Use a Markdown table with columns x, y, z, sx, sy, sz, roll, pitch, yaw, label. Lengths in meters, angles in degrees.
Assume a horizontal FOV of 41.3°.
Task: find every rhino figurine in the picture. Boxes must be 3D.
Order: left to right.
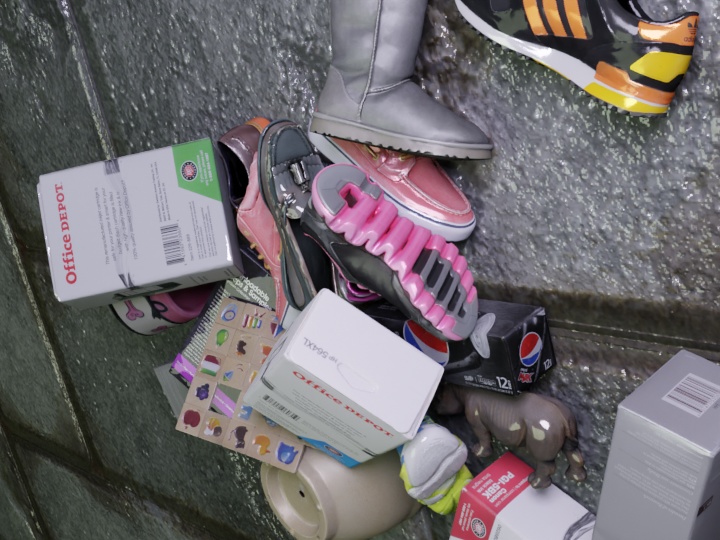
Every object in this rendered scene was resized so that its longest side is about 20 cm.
| x | y | z | sx | sy | sz | roll | pitch | yaw | label |
| --- | --- | --- | --- | --- | --- | --- | --- | --- | --- |
| 0.134 | 0.142 | 0.954 | 0.199 | 0.060 | 0.088 | 22 | 131 | 43 | rhino figurine |

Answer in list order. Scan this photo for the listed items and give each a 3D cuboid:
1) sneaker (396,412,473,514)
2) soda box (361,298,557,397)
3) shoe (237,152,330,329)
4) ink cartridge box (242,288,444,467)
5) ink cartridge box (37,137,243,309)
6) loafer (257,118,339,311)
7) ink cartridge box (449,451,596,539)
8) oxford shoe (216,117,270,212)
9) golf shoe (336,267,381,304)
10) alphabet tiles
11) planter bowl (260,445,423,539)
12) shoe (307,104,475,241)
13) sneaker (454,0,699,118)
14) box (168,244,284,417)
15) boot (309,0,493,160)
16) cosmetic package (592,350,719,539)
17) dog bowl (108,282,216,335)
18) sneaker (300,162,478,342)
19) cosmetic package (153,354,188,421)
| x | y | z | sx | sy | sz | roll | pitch | yaw | label |
| --- | --- | --- | --- | --- | --- | --- | --- | --- | --- |
| 0.062 | 0.189 | 1.012 | 0.105 | 0.075 | 0.201 | 51 | 170 | 32 | sneaker |
| 0.091 | 0.067 | 0.948 | 0.199 | 0.070 | 0.064 | 6 | 117 | 48 | soda box |
| -0.090 | -0.032 | 1.050 | 0.090 | 0.072 | 0.202 | 13 | 118 | 0 | shoe |
| -0.022 | 0.116 | 0.968 | 0.145 | 0.085 | 0.200 | 33 | 153 | -6 | ink cartridge box |
| -0.244 | -0.050 | 1.073 | 0.084 | 0.197 | 0.148 | 79 | 180 | -81 | ink cartridge box |
| -0.051 | -0.049 | 0.950 | 0.063 | 0.071 | 0.202 | 24 | 129 | 56 | loafer |
| 0.189 | 0.308 | 0.970 | 0.199 | 0.082 | 0.148 | 34 | 134 | 33 | ink cartridge box |
| -0.115 | -0.070 | 1.105 | 0.071 | 0.072 | 0.202 | -3 | 109 | 50 | oxford shoe |
| 0.000 | 0.000 | 1.000 | 0.199 | 0.091 | 0.076 | -28 | 91 | 54 | golf shoe |
| -0.105 | 0.134 | 1.113 | 0.198 | 0.169 | 0.008 | 15 | 169 | 22 | alphabet tiles |
| -0.036 | 0.244 | 1.154 | 0.199 | 0.134 | 0.202 | 28 | 131 | 37 | planter bowl |
| 0.038 | -0.118 | 0.899 | 0.200 | 0.071 | 0.092 | 40 | 130 | 19 | shoe |
| 0.163 | -0.195 | 0.720 | 0.200 | 0.070 | 0.091 | 39 | 122 | 28 | sneaker |
| -0.139 | 0.090 | 1.183 | 0.143 | 0.036 | 0.201 | 38 | 112 | 17 | box |
| 0.045 | -0.204 | 0.826 | 0.180 | 0.073 | 0.202 | 13 | 95 | 6 | boot |
| 0.256 | 0.181 | 0.785 | 0.090 | 0.106 | 0.202 | 25 | 131 | 37 | cosmetic package |
| -0.245 | -0.021 | 1.202 | 0.073 | 0.200 | 0.202 | -6 | 110 | 21 | dog bowl |
| 0.022 | -0.006 | 0.881 | 0.200 | 0.079 | 0.095 | 45 | 143 | -2 | sneaker |
| -0.197 | 0.153 | 1.330 | 0.199 | 0.090 | 0.108 | -17 | 98 | 49 | cosmetic package |
